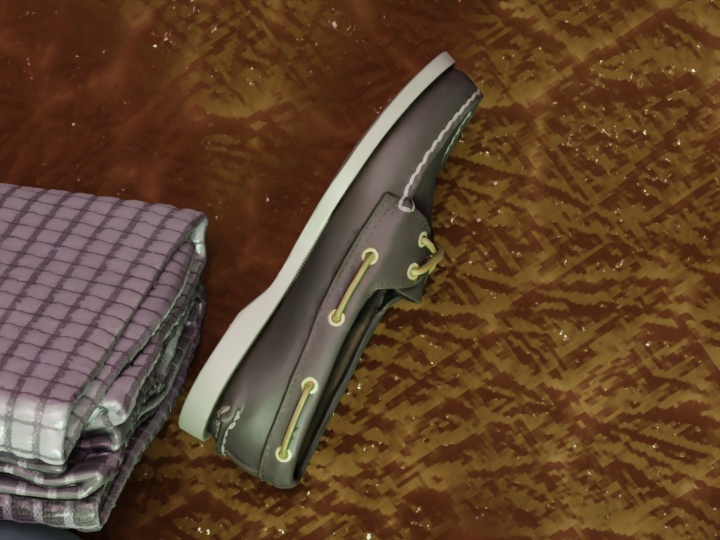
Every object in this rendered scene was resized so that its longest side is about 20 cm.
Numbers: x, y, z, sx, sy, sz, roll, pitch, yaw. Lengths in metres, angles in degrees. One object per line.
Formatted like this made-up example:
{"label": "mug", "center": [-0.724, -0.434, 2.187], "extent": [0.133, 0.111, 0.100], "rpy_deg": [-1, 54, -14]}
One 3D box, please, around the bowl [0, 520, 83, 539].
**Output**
{"label": "bowl", "center": [-0.160, 0.178, 1.217], "extent": [0.200, 0.105, 0.201], "rpy_deg": [4, 118, 7]}

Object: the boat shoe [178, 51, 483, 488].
{"label": "boat shoe", "center": [0.000, 0.000, 1.280], "extent": [0.061, 0.072, 0.201], "rpy_deg": [34, 91, 9]}

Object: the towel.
{"label": "towel", "center": [-0.162, 0.036, 1.235], "extent": [0.165, 0.200, 0.086], "rpy_deg": [9, 118, 8]}
